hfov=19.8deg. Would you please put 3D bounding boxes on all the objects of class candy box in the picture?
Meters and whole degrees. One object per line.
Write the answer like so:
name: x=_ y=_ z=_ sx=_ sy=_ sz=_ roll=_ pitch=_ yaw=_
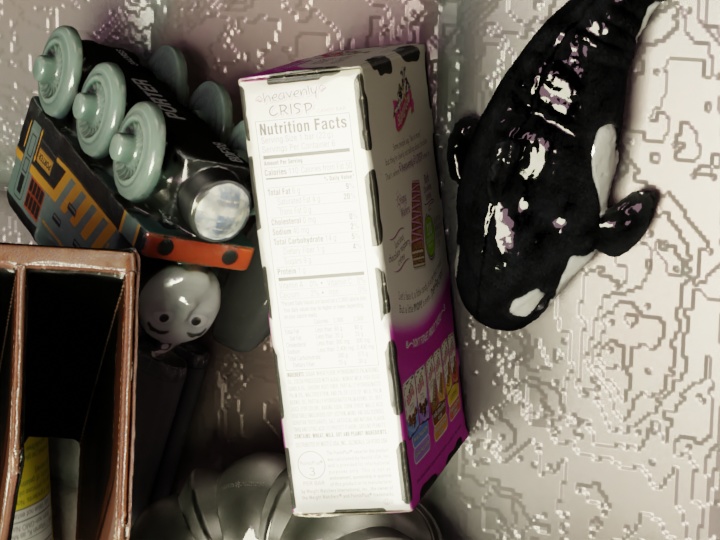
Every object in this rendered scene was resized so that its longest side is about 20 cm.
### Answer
candy box: x=0.000 y=0.000 z=0.962 sx=0.061 sy=0.136 sz=0.201 roll=-4 pitch=98 yaw=14

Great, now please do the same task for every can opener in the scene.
can opener: x=-0.092 y=0.058 z=1.067 sx=0.066 sy=0.053 sz=0.201 roll=29 pitch=111 yaw=16

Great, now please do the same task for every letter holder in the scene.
letter holder: x=-0.161 y=0.094 z=0.931 sx=0.100 sy=0.200 sz=0.143 roll=3 pitch=64 yaw=-13

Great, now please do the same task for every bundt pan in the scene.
bundt pan: x=-0.049 y=0.175 z=1.001 sx=0.201 sy=0.076 sz=0.203 roll=-11 pitch=59 yaw=19

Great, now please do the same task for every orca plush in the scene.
orca plush: x=0.091 y=-0.056 z=0.947 sx=0.105 sy=0.071 sz=0.200 roll=43 pitch=115 yaw=12

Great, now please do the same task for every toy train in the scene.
toy train: x=-0.110 y=-0.043 z=1.002 sx=0.200 sy=0.085 sz=0.115 roll=43 pitch=120 yaw=52

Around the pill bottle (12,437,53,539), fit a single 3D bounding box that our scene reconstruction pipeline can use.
pill bottle: x=-0.223 y=0.127 z=1.109 sx=0.114 sy=0.114 sz=0.201 roll=4 pitch=102 yaw=24
